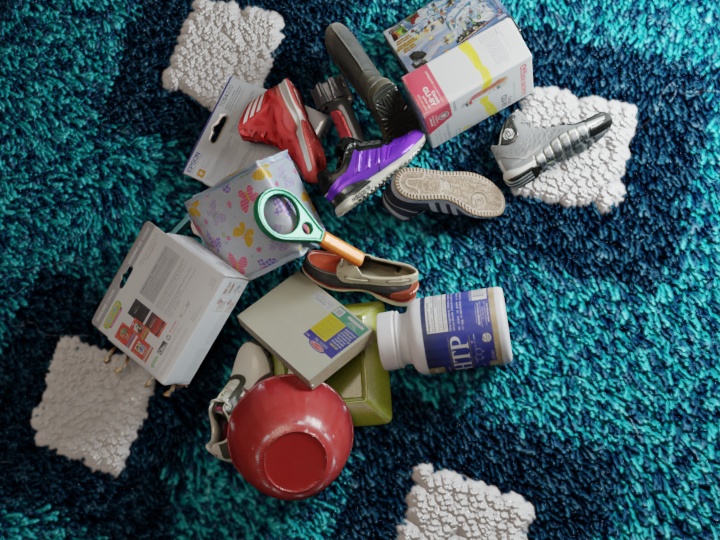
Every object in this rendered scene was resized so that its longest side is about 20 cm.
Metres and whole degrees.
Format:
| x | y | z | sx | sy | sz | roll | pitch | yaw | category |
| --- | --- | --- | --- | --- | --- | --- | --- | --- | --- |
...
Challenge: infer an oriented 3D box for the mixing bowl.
| x | y | z | sx | sy | sz | roll | pitch | yaw | category |
| --- | --- | --- | --- | --- | --- | --- | --- | --- | --- |
| -0.102 | 0.269 | 1.516 | 0.198 | 0.108 | 0.202 | -2 | 103 | -8 | mixing bowl |

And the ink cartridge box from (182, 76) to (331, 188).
| x | y | z | sx | sy | sz | roll | pitch | yaw | category |
| --- | --- | --- | --- | --- | --- | --- | --- | --- | --- |
| -0.178 | -0.212 | 1.739 | 0.199 | 0.043 | 0.198 | 24 | 83 | 16 | ink cartridge box |

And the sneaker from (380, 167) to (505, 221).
| x | y | z | sx | sy | sz | roll | pitch | yaw | category |
| --- | --- | --- | --- | --- | --- | --- | --- | --- | --- |
| 0.130 | -0.116 | 1.647 | 0.198 | 0.108 | 0.071 | 10 | 72 | -18 | sneaker |

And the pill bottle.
| x | y | z | sx | sy | sz | roll | pitch | yaw | category |
| --- | --- | --- | --- | --- | --- | --- | --- | --- | --- |
| 0.129 | 0.097 | 1.556 | 0.198 | 0.120 | 0.121 | -9 | 74 | 9 | pill bottle |

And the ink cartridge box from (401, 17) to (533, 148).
| x | y | z | sx | sy | sz | roll | pitch | yaw | category |
| --- | --- | --- | --- | --- | --- | --- | --- | --- | --- |
| 0.178 | -0.303 | 1.639 | 0.199 | 0.145 | 0.084 | -30 | 72 | 2 | ink cartridge box |

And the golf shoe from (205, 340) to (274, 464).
| x | y | z | sx | sy | sz | roll | pitch | yaw | category |
| --- | --- | --- | --- | --- | --- | --- | --- | --- | --- |
| -0.192 | 0.205 | 1.600 | 0.077 | 0.088 | 0.202 | -7 | 70 | 37 | golf shoe |

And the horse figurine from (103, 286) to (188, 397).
| x | y | z | sx | sy | sz | roll | pitch | yaw | category |
| --- | --- | --- | --- | --- | --- | --- | --- | --- | --- |
| -0.347 | 0.125 | 1.680 | 0.199 | 0.050 | 0.134 | 25 | 87 | 18 | horse figurine |

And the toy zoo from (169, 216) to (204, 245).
| x | y | z | sx | sy | sz | roll | pitch | yaw | category |
| --- | --- | --- | --- | --- | --- | --- | --- | --- | --- |
| -0.281 | -0.023 | 1.720 | 0.131 | 0.020 | 0.200 | 43 | 87 | 18 | toy zoo |

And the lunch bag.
| x | y | z | sx | sy | sz | roll | pitch | yaw | category |
| --- | --- | --- | --- | --- | --- | --- | --- | --- | --- |
| -0.176 | -0.078 | 1.631 | 0.199 | 0.127 | 0.171 | -25 | 94 | 30 | lunch bag |

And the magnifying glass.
| x | y | z | sx | sy | sz | roll | pitch | yaw | category |
| --- | --- | --- | --- | --- | --- | --- | --- | --- | --- |
| -0.077 | -0.060 | 1.548 | 0.199 | 0.022 | 0.080 | 30 | 63 | -27 | magnifying glass |

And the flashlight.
| x | y | z | sx | sy | sz | roll | pitch | yaw | category |
| --- | --- | --- | --- | --- | --- | --- | --- | --- | --- |
| -0.025 | -0.220 | 1.680 | 0.068 | 0.067 | 0.202 | -32 | 80 | 47 | flashlight |

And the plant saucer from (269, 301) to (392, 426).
| x | y | z | sx | sy | sz | roll | pitch | yaw | category |
| --- | --- | --- | --- | --- | --- | --- | --- | --- | --- |
| -0.055 | 0.151 | 1.616 | 0.197 | 0.048 | 0.202 | -6 | 75 | 9 | plant saucer |

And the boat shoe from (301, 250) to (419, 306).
| x | y | z | sx | sy | sz | roll | pitch | yaw | category |
| --- | --- | --- | --- | --- | --- | --- | --- | --- | --- |
| 0.000 | 0.000 | 1.626 | 0.198 | 0.063 | 0.071 | 17 | 48 | 12 | boat shoe |

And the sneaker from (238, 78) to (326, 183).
| x | y | z | sx | sy | sz | roll | pitch | yaw | category |
| --- | --- | --- | --- | --- | --- | --- | --- | --- | --- |
| -0.133 | -0.213 | 1.682 | 0.115 | 0.078 | 0.201 | -25 | 61 | 13 | sneaker |

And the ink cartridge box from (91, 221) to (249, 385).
| x | y | z | sx | sy | sz | roll | pitch | yaw | category |
| --- | --- | --- | --- | --- | --- | --- | --- | --- | --- |
| -0.305 | 0.050 | 1.600 | 0.175 | 0.084 | 0.201 | 35 | 98 | 20 | ink cartridge box |

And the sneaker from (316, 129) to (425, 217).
| x | y | z | sx | sy | sz | roll | pitch | yaw | category |
| --- | --- | --- | --- | --- | --- | --- | --- | --- | --- |
| 0.013 | -0.183 | 1.609 | 0.200 | 0.070 | 0.100 | -39 | 89 | -17 | sneaker |

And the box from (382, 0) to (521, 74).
| x | y | z | sx | sy | sz | roll | pitch | yaw | category |
| --- | --- | --- | --- | --- | --- | --- | --- | --- | --- |
| 0.157 | -0.402 | 1.725 | 0.199 | 0.040 | 0.138 | -31 | 71 | 2 | box |

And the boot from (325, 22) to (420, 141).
| x | y | z | sx | sy | sz | roll | pitch | yaw | category |
| --- | --- | --- | --- | --- | --- | --- | --- | --- | --- |
| 0.016 | -0.303 | 1.697 | 0.072 | 0.183 | 0.200 | -32 | 46 | -10 | boot |

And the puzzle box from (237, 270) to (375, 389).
| x | y | z | sx | sy | sz | roll | pitch | yaw | category |
| --- | --- | --- | --- | --- | --- | --- | --- | --- | --- |
| -0.088 | 0.091 | 1.588 | 0.133 | 0.026 | 0.200 | -36 | 48 | -20 | puzzle box |

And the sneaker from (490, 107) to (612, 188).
| x | y | z | sx | sy | sz | roll | pitch | yaw | category |
| --- | --- | --- | --- | --- | --- | --- | --- | --- | --- |
| 0.300 | -0.231 | 1.635 | 0.199 | 0.075 | 0.116 | -30 | 69 | 3 | sneaker |
